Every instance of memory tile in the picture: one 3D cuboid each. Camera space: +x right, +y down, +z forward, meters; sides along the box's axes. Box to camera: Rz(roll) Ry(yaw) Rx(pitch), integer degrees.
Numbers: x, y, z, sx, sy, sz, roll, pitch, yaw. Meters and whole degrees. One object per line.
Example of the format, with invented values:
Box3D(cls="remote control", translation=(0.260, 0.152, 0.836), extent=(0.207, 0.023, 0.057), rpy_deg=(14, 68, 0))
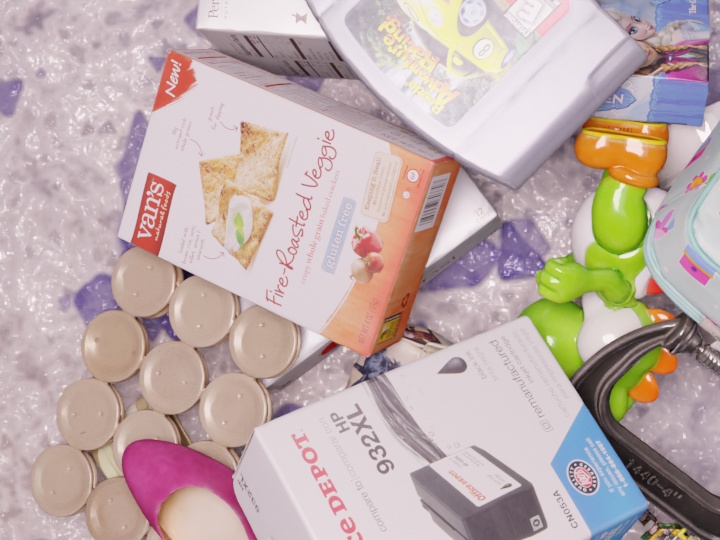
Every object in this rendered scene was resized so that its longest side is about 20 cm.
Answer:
Box3D(cls="memory tile", translation=(-0.134, 0.096, 1.021), extent=(0.153, 0.017, 0.201), rpy_deg=(24, 92, 20))

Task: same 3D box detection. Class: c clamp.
Box3D(cls="c clamp", translation=(0.235, 0.093, 0.942), extent=(0.200, 0.027, 0.171), rpy_deg=(31, 121, -4))

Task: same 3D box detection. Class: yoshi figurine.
Box3D(cls="yoshi figurine", translation=(0.144, 0.001, 0.977), extent=(0.112, 0.112, 0.201), rpy_deg=(-6, 109, -27))

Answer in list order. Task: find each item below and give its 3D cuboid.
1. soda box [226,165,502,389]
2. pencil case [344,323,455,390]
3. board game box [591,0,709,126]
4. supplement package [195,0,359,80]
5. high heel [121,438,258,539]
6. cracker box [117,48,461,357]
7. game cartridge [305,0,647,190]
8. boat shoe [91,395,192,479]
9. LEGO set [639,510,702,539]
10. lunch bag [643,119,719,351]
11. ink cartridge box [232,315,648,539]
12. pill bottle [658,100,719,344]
Box3D(cls="soda box", translation=(0.000, 0.000, 1.046), extent=(0.200, 0.068, 0.064), rpy_deg=(-37, 81, 3))
Box3D(cls="pencil case", translation=(0.010, 0.133, 1.027), extent=(0.078, 0.089, 0.201), rpy_deg=(20, 88, 0))
Box3D(cls="board game box", translation=(0.130, -0.185, 1.002), extent=(0.198, 0.043, 0.201), rpy_deg=(4, 50, 7))
Box3D(cls="supplement package", translation=(-0.035, -0.242, 1.021), extent=(0.110, 0.156, 0.201), rpy_deg=(4, 88, 7))
Box3D(cls="high heel", translation=(-0.094, 0.179, 0.936), extent=(0.200, 0.096, 0.067), rpy_deg=(46, 108, 17))
Box3D(cls="cracker box", translation=(-0.049, -0.048, 0.976), extent=(0.199, 0.058, 0.134), rpy_deg=(24, 108, 20))
Box3D(cls="game cartridge", translation=(0.057, -0.151, 0.913), extent=(0.200, 0.041, 0.133), rpy_deg=(45, 98, 5))
Box3D(cls="boat shoe", translation=(-0.102, 0.174, 1.049), extent=(0.063, 0.073, 0.201), rpy_deg=(-44, 76, 7))
Box3D(cls="LEGO set", translation=(0.131, 0.173, 0.998), extent=(0.154, 0.116, 0.200), rpy_deg=(-36, 84, 3))
Box3D(cls="lunch bag", translation=(0.271, -0.027, 0.897), extent=(0.160, 0.077, 0.200), rpy_deg=(40, 65, -4))
Box3D(cls="ink cartridge box", translation=(0.045, 0.134, 0.905), extent=(0.199, 0.084, 0.145), rpy_deg=(-21, 67, -25))
Box3D(cls="pill bottle", translation=(0.265, -0.011, 0.996), extent=(0.114, 0.114, 0.201), rpy_deg=(-24, 84, 4))
